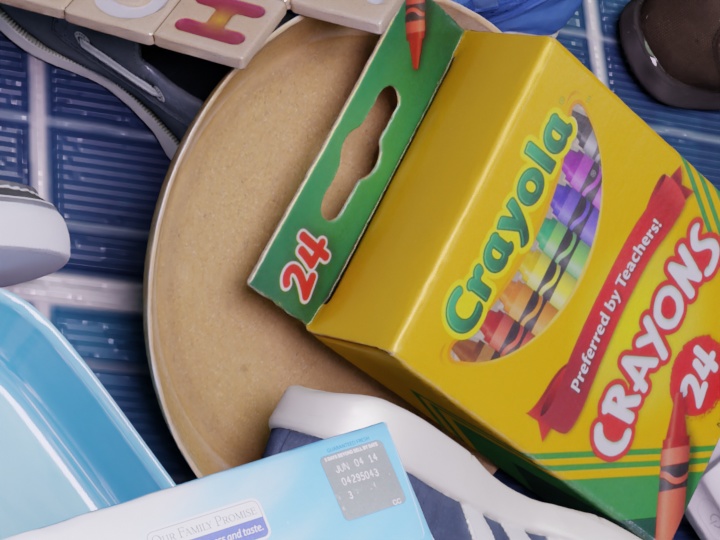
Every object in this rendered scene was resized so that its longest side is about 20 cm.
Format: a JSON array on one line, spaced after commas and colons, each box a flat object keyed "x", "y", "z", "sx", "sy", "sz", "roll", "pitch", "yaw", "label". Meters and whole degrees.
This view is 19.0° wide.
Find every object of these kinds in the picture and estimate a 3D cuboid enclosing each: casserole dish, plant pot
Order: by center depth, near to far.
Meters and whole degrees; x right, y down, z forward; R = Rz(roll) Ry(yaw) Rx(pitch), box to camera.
[{"x": -0.116, "y": 0.097, "z": 0.700, "sx": 0.121, "sy": 0.039, "sz": 0.200, "roll": -37, "pitch": 90, "yaw": -36, "label": "casserole dish"}, {"x": 0.000, "y": 0.000, "z": 0.768, "sx": 0.200, "sy": 0.027, "sz": 0.200, "roll": -9, "pitch": 104, "yaw": -39, "label": "plant pot"}]

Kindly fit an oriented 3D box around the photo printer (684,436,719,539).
[{"x": 0.222, "y": 0.074, "z": 0.883, "sx": 0.166, "sy": 0.069, "sz": 0.200, "roll": 42, "pitch": 55, "yaw": -9, "label": "photo printer"}]

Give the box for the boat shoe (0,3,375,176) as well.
[{"x": -0.074, "y": -0.095, "z": 0.795, "sx": 0.200, "sy": 0.062, "sz": 0.073, "roll": 44, "pitch": 54, "yaw": -6, "label": "boat shoe"}]

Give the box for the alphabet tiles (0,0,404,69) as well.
[{"x": -0.043, "y": -0.145, "z": 0.771, "sx": 0.167, "sy": 0.008, "sz": 0.200, "roll": 17, "pitch": 48, "yaw": 17, "label": "alphabet tiles"}]

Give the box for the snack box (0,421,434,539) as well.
[{"x": -0.077, "y": 0.102, "z": 0.574, "sx": 0.116, "sy": 0.200, "sz": 0.037, "roll": -14, "pitch": 74, "yaw": -33, "label": "snack box"}]

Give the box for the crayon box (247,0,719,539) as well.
[{"x": 0.065, "y": 0.003, "z": 0.771, "sx": 0.200, "sy": 0.051, "sz": 0.127, "roll": 36, "pitch": 76, "yaw": -37, "label": "crayon box"}]

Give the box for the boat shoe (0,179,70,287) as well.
[{"x": -0.190, "y": -0.026, "z": 0.693, "sx": 0.200, "sy": 0.069, "sz": 0.057, "roll": 2, "pitch": 73, "yaw": -27, "label": "boat shoe"}]

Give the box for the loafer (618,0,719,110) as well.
[{"x": 0.212, "y": -0.108, "z": 0.958, "sx": 0.200, "sy": 0.071, "sz": 0.073, "roll": -9, "pitch": 73, "yaw": -32, "label": "loafer"}]

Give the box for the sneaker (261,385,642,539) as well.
[{"x": 0.037, "y": 0.114, "z": 0.757, "sx": 0.200, "sy": 0.075, "sz": 0.085, "roll": 29, "pitch": 74, "yaw": -30, "label": "sneaker"}]

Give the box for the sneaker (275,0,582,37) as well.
[{"x": 0.028, "y": -0.135, "z": 0.810, "sx": 0.200, "sy": 0.111, "sz": 0.077, "roll": 2, "pitch": 45, "yaw": -46, "label": "sneaker"}]
